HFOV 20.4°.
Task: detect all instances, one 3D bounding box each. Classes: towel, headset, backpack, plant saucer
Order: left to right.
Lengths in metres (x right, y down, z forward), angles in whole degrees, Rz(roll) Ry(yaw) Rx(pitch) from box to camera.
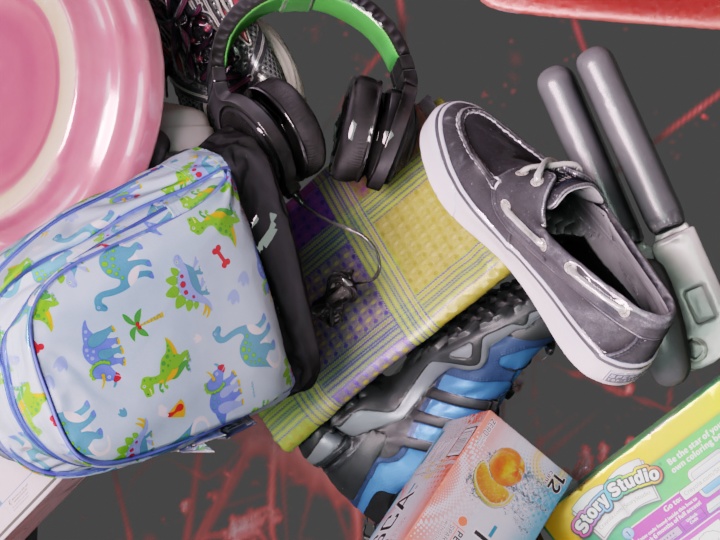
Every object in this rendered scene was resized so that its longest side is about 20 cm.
[{"bbox_3d":[-0.202,-0.100,1.169,0.200,0.051,0.202,-5,81,37],"label":"plant saucer"},{"bbox_3d":[-0.124,0.031,1.079,0.199,0.154,0.164,-17,108,-15],"label":"backpack"},{"bbox_3d":[-0.026,-0.072,1.180,0.123,0.094,0.201,-5,68,-14],"label":"headset"},{"bbox_3d":[0.000,0.000,1.204,0.200,0.023,0.144,-40,54,12],"label":"towel"}]

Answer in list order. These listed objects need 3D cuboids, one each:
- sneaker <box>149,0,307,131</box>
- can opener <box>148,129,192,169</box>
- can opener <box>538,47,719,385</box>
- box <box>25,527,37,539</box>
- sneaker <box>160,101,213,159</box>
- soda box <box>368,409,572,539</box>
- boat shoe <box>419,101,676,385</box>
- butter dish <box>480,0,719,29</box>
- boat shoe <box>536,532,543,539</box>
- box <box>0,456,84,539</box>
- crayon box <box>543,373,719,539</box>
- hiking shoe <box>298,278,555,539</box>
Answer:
[{"bbox_3d":[-0.103,-0.149,1.223,0.080,0.075,0.201,-29,87,15],"label":"sneaker"},{"bbox_3d":[-0.152,0.009,1.186,0.052,0.067,0.201,29,113,-7],"label":"can opener"},{"bbox_3d":[0.161,-0.034,1.162,0.052,0.066,0.201,-23,82,14],"label":"can opener"},{"bbox_3d":[-0.308,0.088,1.278,0.181,0.104,0.201,2,95,15],"label":"box"},{"bbox_3d":[-0.179,-0.122,1.232,0.199,0.074,0.116,2,89,25],"label":"sneaker"},{"bbox_3d":[0.034,0.177,1.115,0.068,0.064,0.200,40,68,-10],"label":"soda box"},{"bbox_3d":[0.106,-0.031,1.113,0.200,0.071,0.068,57,142,27],"label":"boat shoe"},{"bbox_3d":[0.152,-0.242,1.112,0.198,0.148,0.201,6,95,13],"label":"butter dish"},{"bbox_3d":[0.083,0.219,1.200,0.071,0.064,0.201,-17,91,-22],"label":"boat shoe"},{"bbox_3d":[-0.247,0.064,1.165,0.117,0.060,0.200,-43,84,27],"label":"box"},{"bbox_3d":[0.217,0.130,1.168,0.200,0.058,0.119,-39,84,14],"label":"crayon box"},{"bbox_3d":[0.061,0.077,1.207,0.200,0.074,0.087,-35,100,20],"label":"hiking shoe"}]
